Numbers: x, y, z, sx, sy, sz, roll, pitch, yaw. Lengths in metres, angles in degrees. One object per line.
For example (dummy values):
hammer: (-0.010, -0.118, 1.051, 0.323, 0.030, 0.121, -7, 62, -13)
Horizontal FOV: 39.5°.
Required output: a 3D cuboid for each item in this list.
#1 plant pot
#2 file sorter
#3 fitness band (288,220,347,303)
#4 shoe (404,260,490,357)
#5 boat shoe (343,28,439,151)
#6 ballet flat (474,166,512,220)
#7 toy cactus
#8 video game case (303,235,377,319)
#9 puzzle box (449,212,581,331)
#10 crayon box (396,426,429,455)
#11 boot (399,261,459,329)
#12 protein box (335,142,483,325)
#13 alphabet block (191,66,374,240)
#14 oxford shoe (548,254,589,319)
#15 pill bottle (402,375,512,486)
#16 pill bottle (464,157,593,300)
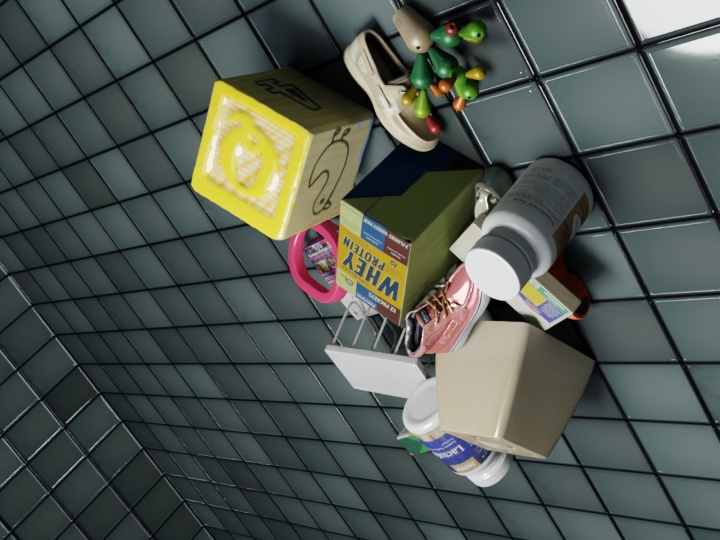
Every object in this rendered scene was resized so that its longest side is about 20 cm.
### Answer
plant pot: (0.236, 0.199, 1.644, 0.199, 0.180, 0.198, 28, 161, -38)
file sorter: (0.064, 0.146, 1.862, 0.197, 0.126, 0.139, 6, 148, 34)
fitness band: (-0.077, -0.023, 1.863, 0.199, 0.037, 0.146, 34, 124, 52)
shoe: (0.132, 0.060, 1.550, 0.072, 0.090, 0.202, 59, 146, 35)
boat shoe: (0.055, -0.268, 1.495, 0.201, 0.072, 0.065, 53, 149, -3)
ballet flat: (0.199, -0.072, 1.558, 0.067, 0.064, 0.202, 25, 143, 27)
toy cactus: (0.099, -0.295, 1.403, 0.166, 0.102, 0.200, 51, 155, 11)
video game case: (0.000, 0.000, 1.890, 0.182, 0.036, 0.199, 52, 147, -11)
puzzle box: (0.231, 0.006, 1.522, 0.200, 0.025, 0.133, 43, 160, 2)
crayon box: (0.166, 0.284, 1.939, 0.051, 0.127, 0.199, 47, 149, -7)
boot: (0.109, -0.003, 1.722, 0.129, 0.203, 0.068, -18, 155, 11)
protein box: (0.073, -0.067, 1.578, 0.134, 0.199, 0.202, 32, 146, 20)
alphabet block: (-0.123, -0.193, 1.603, 0.195, 0.199, 0.198, 29, 119, 21)
oxford shoe: (0.275, -0.003, 1.545, 0.072, 0.071, 0.201, -6, 123, 53)
pill bottle: (0.175, 0.287, 1.765, 0.200, 0.117, 0.115, 44, 151, -26)
pill bottle: (0.234, -0.056, 1.406, 0.113, 0.200, 0.115, 29, 146, 22)
